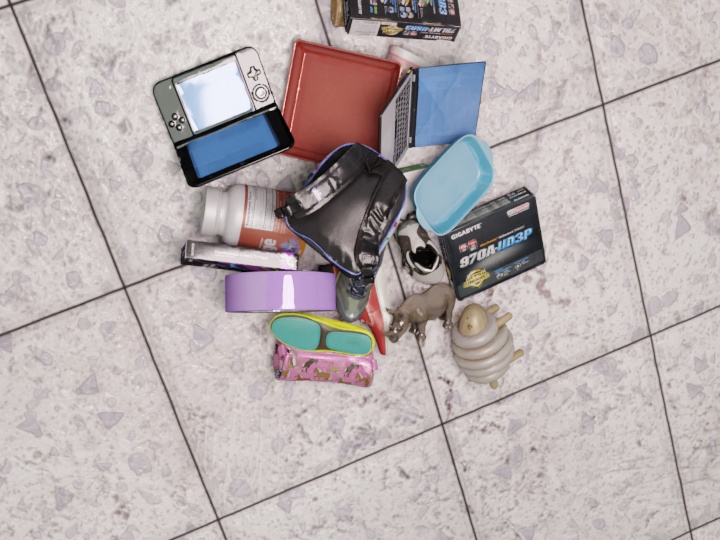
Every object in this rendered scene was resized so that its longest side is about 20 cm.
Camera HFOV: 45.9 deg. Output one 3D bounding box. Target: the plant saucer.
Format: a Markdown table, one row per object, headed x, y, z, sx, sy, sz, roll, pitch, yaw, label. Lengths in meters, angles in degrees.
| x | y | z | sx | sy | sz | roll | pitch | yaw | label |
| --- | --- | --- | --- | --- | --- | --- | --- | --- | --- |
| -0.039 | -0.287 | 1.512 | 0.195 | 0.037 | 0.204 | 13 | 101 | 3 | plant saucer |

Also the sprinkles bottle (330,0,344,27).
| x | y | z | sx | sy | sz | roll | pitch | yaw | label |
| --- | --- | --- | --- | --- | --- | --- | --- | --- | --- |
| 0.048 | -0.457 | 1.499 | 0.195 | 0.068 | 0.070 | 0 | 104 | -13 | sprinkles bottle |

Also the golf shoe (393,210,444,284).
| x | y | z | sx | sy | sz | roll | pitch | yaw | label |
| --- | --- | --- | --- | --- | --- | --- | --- | --- | --- |
| 0.115 | -0.016 | 1.584 | 0.077 | 0.095 | 0.201 | -30 | 140 | 6 | golf shoe |

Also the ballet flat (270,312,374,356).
| x | y | z | sx | sy | sz | roll | pitch | yaw | label |
| --- | --- | --- | --- | --- | --- | --- | --- | --- | --- |
| -0.070 | 0.115 | 1.575 | 0.195 | 0.067 | 0.068 | 11 | 107 | -4 | ballet flat |

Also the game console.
| x | y | z | sx | sy | sz | roll | pitch | yaw | label |
| --- | --- | --- | --- | --- | --- | --- | --- | --- | --- |
| -0.235 | -0.265 | 1.454 | 0.196 | 0.116 | 0.179 | -22 | 108 | -7 | game console |

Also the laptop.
| x | y | z | sx | sy | sz | roll | pitch | yaw | label |
| --- | --- | --- | --- | --- | --- | --- | --- | --- | --- |
| 0.121 | -0.247 | 1.482 | 0.114 | 0.189 | 0.202 | 21 | 57 | 16 | laptop |

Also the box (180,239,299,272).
| x | y | z | sx | sy | sz | roll | pitch | yaw | label |
| --- | --- | --- | --- | --- | --- | --- | --- | --- | --- |
| -0.217 | -0.019 | 1.505 | 0.195 | 0.143 | 0.037 | 8 | 84 | -14 | box |

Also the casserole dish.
| x | y | z | sx | sy | sz | roll | pitch | yaw | label |
| --- | --- | --- | --- | --- | --- | --- | --- | --- | --- |
| 0.163 | -0.157 | 1.543 | 0.200 | 0.039 | 0.122 | -46 | 121 | -15 | casserole dish |

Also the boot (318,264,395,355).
| x | y | z | sx | sy | sz | roll | pitch | yaw | label |
| --- | --- | --- | --- | --- | --- | --- | --- | --- | --- |
| -0.014 | 0.077 | 1.619 | 0.141 | 0.072 | 0.205 | -16 | 99 | -8 | boot |

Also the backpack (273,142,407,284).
| x | y | z | sx | sy | sz | roll | pitch | yaw | label |
| --- | --- | --- | --- | --- | --- | --- | --- | --- | --- |
| -0.014 | -0.105 | 1.419 | 0.199 | 0.154 | 0.192 | 37 | 89 | -5 | backpack |

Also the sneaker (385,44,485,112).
| x | y | z | sx | sy | sz | roll | pitch | yaw | label |
| --- | --- | --- | --- | --- | --- | --- | --- | --- | --- |
| 0.124 | -0.321 | 1.550 | 0.197 | 0.075 | 0.106 | 22 | 99 | -14 | sneaker |

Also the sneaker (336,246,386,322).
| x | y | z | sx | sy | sz | roll | pitch | yaw | label |
| --- | --- | --- | --- | --- | --- | --- | --- | --- | --- |
| 0.000 | 0.000 | 1.535 | 0.072 | 0.081 | 0.205 | 12 | 103 | -8 | sneaker |

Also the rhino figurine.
| x | y | z | sx | sy | sz | roll | pitch | yaw | label |
| --- | --- | --- | --- | --- | --- | --- | --- | --- | --- |
| 0.110 | 0.083 | 1.612 | 0.198 | 0.059 | 0.089 | -21 | 119 | -38 | rhino figurine |

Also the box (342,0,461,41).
| x | y | z | sx | sy | sz | roll | pitch | yaw | label |
| --- | --- | --- | --- | --- | --- | --- | --- | --- | --- |
| 0.066 | -0.493 | 1.453 | 0.194 | 0.050 | 0.205 | 1 | 69 | -15 | box |

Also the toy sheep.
| x | y | z | sx | sy | sz | roll | pitch | yaw | label |
| --- | --- | --- | --- | --- | --- | --- | --- | --- | --- |
| 0.244 | 0.152 | 1.669 | 0.136 | 0.138 | 0.203 | -26 | 114 | -6 | toy sheep |

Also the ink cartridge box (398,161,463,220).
| x | y | z | sx | sy | sz | roll | pitch | yaw | label |
| --- | --- | --- | --- | --- | --- | --- | --- | --- | --- |
| 0.091 | -0.138 | 1.593 | 0.195 | 0.059 | 0.106 | -14 | 107 | -10 | ink cartridge box |

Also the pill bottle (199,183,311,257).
| x | y | z | sx | sy | sz | roll | pitch | yaw | label |
| --- | --- | --- | --- | --- | --- | --- | --- | --- | --- |
| -0.182 | -0.091 | 1.512 | 0.195 | 0.112 | 0.115 | 8 | 102 | -14 | pill bottle |

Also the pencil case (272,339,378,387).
| x | y | z | sx | sy | sz | roll | pitch | yaw | label |
| --- | --- | --- | --- | --- | --- | --- | --- | --- | --- |
| -0.068 | 0.175 | 1.618 | 0.195 | 0.087 | 0.085 | 8 | 108 | -15 | pencil case |

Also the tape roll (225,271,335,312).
| x | y | z | sx | sy | sz | roll | pitch | yaw | label |
| --- | --- | --- | --- | --- | --- | --- | --- | --- | --- |
| -0.141 | 0.040 | 1.503 | 0.195 | 0.200 | 0.067 | 1 | 86 | -13 | tape roll |

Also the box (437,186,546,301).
| x | y | z | sx | sy | sz | roll | pitch | yaw | label |
| --- | --- | --- | --- | --- | --- | --- | --- | --- | --- |
| 0.254 | -0.050 | 1.643 | 0.196 | 0.046 | 0.161 | -22 | 123 | -7 | box |
